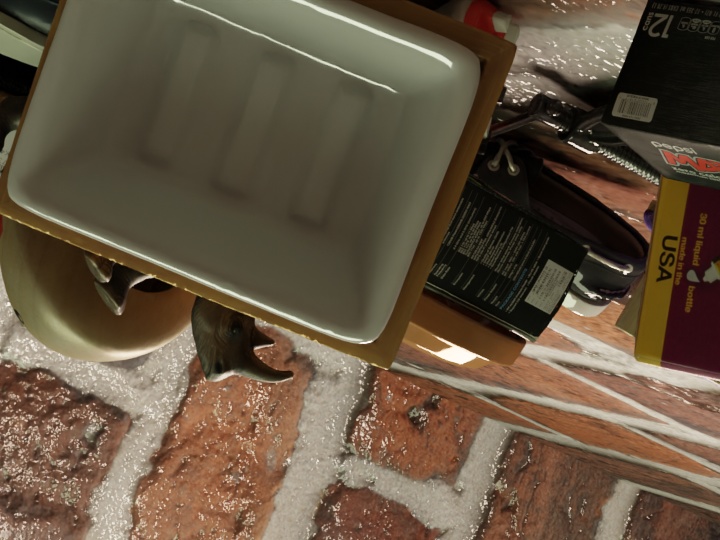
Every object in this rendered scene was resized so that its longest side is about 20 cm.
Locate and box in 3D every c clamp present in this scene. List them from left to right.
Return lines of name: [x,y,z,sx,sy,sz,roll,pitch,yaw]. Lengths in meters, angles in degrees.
c clamp: [0.184,-0.057,0.995,0.199,0.027,0.171,25,166,-17]

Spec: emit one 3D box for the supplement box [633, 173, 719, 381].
supplement box: [0.247,0.012,0.821,0.199,0.104,0.131,11,-177,42]

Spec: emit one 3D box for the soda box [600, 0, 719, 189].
soda box: [0.205,-0.060,0.738,0.199,0.064,0.071,17,171,41]

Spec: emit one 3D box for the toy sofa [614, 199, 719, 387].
toy sofa: [0.245,0.036,1.141,0.200,0.083,0.097,27,-175,-45]

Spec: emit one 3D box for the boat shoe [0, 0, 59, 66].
boat shoe: [-0.160,-0.140,0.948,0.199,0.062,0.075,23,173,0]

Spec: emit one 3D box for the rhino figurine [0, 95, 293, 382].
rhino figurine: [-0.100,-0.022,0.894,0.200,0.087,0.060,48,165,5]

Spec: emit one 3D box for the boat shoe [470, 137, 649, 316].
boat shoe: [0.100,-0.050,1.143,0.200,0.074,0.060,40,128,-9]

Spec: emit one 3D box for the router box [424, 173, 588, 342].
router box: [0.008,-0.049,0.973,0.150,0.062,0.200,25,-172,-40]

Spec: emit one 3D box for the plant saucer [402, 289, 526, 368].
plant saucer: [0.000,0.000,0.991,0.200,0.032,0.200,32,-175,-3]

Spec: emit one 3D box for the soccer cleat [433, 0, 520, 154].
soccer cleat: [0.034,-0.104,0.935,0.085,0.069,0.200,18,177,4]

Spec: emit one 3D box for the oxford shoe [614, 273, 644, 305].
oxford shoe: [0.146,-0.005,1.277,0.071,0.073,0.200,14,169,46]

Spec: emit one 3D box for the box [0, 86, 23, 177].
box: [-0.208,-0.087,1.165,0.124,0.098,0.200,21,-160,2]

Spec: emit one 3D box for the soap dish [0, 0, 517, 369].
soap dish: [-0.048,-0.065,0.810,0.199,0.158,0.081,22,-170,3]

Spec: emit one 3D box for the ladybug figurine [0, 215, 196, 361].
ladybug figurine: [-0.142,-0.030,0.993,0.136,0.201,0.072,40,133,-23]

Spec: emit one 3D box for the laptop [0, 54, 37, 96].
laptop: [-0.142,-0.123,1.167,0.176,0.200,0.104,21,136,3]
